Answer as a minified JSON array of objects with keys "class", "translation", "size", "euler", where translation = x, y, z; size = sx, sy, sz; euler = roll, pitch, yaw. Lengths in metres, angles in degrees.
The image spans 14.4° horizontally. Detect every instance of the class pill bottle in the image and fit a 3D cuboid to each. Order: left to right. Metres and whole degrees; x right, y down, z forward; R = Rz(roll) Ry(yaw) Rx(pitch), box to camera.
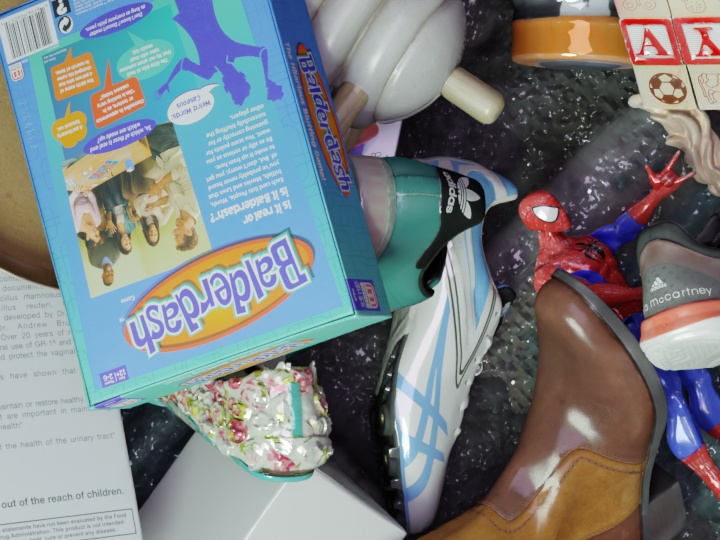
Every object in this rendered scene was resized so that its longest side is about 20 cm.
[{"class":"pill bottle","translation":[0.117,-0.206,1.484],"size":[0.105,0.106,0.202],"euler":[2,89,-1]}]

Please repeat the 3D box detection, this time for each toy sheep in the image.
[{"class":"toy sheep","translation":[-0.016,-0.128,1.426],"size":[0.199,0.138,0.138],"euler":[34,89,3]}]

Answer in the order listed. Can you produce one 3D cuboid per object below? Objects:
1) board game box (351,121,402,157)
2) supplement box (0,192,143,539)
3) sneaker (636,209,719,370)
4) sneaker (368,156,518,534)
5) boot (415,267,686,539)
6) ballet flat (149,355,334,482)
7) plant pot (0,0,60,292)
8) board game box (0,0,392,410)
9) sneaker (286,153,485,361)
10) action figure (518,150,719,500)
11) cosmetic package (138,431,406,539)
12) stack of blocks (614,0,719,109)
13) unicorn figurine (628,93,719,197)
[{"class":"board game box","translation":[-0.036,-0.126,1.512],"size":[0.134,0.045,0.201],"euler":[11,90,-1]},{"class":"supplement box","translation":[-0.188,0.070,1.448],"size":[0.103,0.101,0.201],"euler":[-5,78,-32]},{"class":"sneaker","translation":[0.211,0.005,1.456],"size":[0.077,0.199,0.082],"euler":[-22,73,36]},{"class":"sneaker","translation":[0.044,0.041,1.501],"size":[0.072,0.072,0.202],"euler":[6,93,-8]},{"class":"boot","translation":[0.061,0.115,1.449],"size":[0.199,0.068,0.189],"euler":[-31,133,-18]},{"class":"ballet flat","translation":[-0.071,0.047,1.443],"size":[0.075,0.200,0.064],"euler":[-6,108,-32]},{"class":"plant pot","translation":[-0.146,-0.081,1.438],"size":[0.199,0.027,0.201],"euler":[8,71,-23]},{"class":"board game box","translation":[-0.083,-0.050,1.362],"size":[0.151,0.045,0.201],"euler":[-18,81,23]},{"class":"sneaker","translation":[0.000,0.000,1.449],"size":[0.079,0.200,0.072],"euler":[3,70,-21]},{"class":"action figure","translation":[0.166,0.024,1.491],"size":[0.200,0.065,0.099],"euler":[47,128,1]},{"class":"cosmetic package","translation":[-0.080,0.178,1.469],"size":[0.085,0.108,0.201],"euler":[34,89,-31]},{"class":"stack of blocks","translation":[0.187,-0.188,1.444],"size":[0.058,0.200,0.116],"euler":[2,133,28]},{"class":"unicorn figurine","translation":[0.253,-0.107,1.508],"size":[0.199,0.074,0.138],"euler":[-35,88,17]}]
